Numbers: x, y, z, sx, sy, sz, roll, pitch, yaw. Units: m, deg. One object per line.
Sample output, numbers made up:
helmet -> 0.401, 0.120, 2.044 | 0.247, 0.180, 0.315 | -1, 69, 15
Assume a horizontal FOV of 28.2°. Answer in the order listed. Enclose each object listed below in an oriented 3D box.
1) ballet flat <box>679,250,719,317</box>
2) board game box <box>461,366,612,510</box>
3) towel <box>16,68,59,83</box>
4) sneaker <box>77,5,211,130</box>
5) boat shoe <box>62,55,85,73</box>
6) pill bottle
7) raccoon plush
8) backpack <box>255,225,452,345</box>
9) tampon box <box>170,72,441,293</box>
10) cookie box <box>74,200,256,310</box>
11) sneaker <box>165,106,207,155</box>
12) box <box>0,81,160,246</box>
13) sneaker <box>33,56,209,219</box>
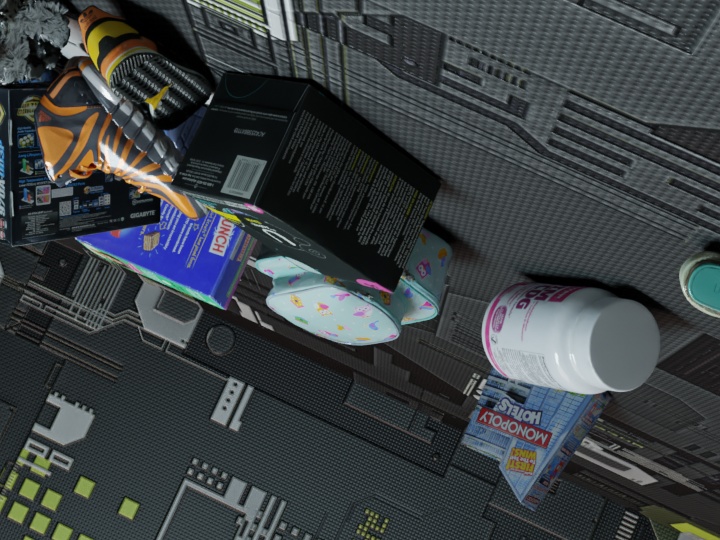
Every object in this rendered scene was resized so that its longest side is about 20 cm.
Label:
ballet flat -> 0.366, 0.032, 1.211 | 0.198, 0.068, 0.062 | 28, -162, 8
board game box -> 0.244, 0.242, 2.135 | 0.199, 0.202, 0.062 | 17, 169, 36
towel -> -0.336, -0.158, 1.687 | 0.201, 0.048, 0.112 | 52, -171, -13
sneaker -> -0.211, -0.204, 1.403 | 0.090, 0.070, 0.200 | 53, -174, 14
boat shoe -> -0.301, -0.190, 1.625 | 0.073, 0.075, 0.200 | 22, 168, 16
pill bottle -> 0.228, 0.073, 1.558 | 0.113, 0.114, 0.199 | 30, 169, -25
raccoon plush -> -0.364, -0.278, 1.409 | 0.134, 0.096, 0.201 | 35, 146, 30
backpack -> 0.000, 0.000, 1.623 | 0.199, 0.155, 0.175 | 21, 157, -37
tampon box -> -0.052, -0.084, 1.398 | 0.199, 0.127, 0.149 | 33, 168, -39
cookie box -> -0.226, -0.070, 1.779 | 0.198, 0.173, 0.075 | 22, 173, 16
sneaker -> -0.175, -0.130, 1.630 | 0.082, 0.074, 0.200 | 24, 168, 32
box -> -0.296, -0.118, 1.501 | 0.046, 0.161, 0.199 | 14, -161, 41
sneaker -> -0.247, -0.108, 1.440 | 0.200, 0.112, 0.078 | 48, -176, -14
